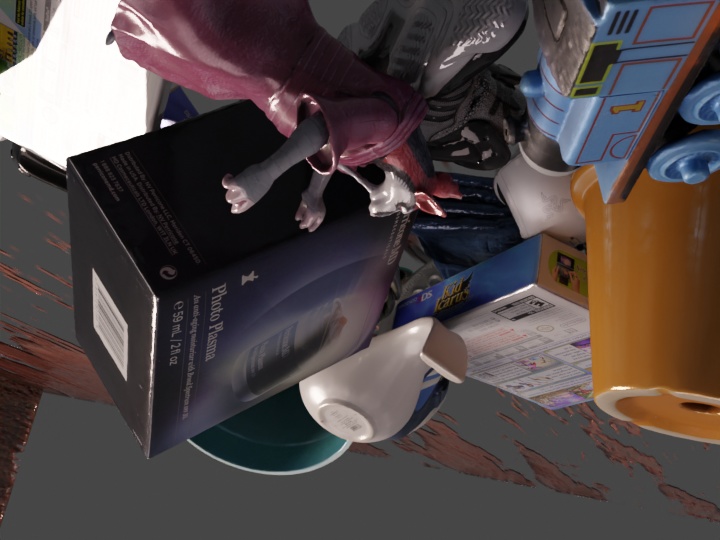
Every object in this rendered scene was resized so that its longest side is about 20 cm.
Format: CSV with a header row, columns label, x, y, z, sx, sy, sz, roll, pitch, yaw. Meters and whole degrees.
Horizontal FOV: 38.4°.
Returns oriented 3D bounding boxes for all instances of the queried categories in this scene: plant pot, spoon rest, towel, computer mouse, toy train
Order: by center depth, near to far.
label,x,y,z,sx,sy,sz,roll,pitch,yaw
toy train,0.131,-0.102,0.479,0.113,0.088,0.200,-6,159,-5
plant pot,0.218,0.003,0.629,0.198,0.185,0.200,13,164,4
computer mouse,0.156,-0.029,0.772,0.109,0.044,0.200,-26,148,18
spoon rest,0.021,0.088,0.833,0.099,0.061,0.200,37,143,-14
towel,0.108,-0.021,0.891,0.110,0.049,0.200,7,163,19
plant pot,-0.076,0.056,0.989,0.197,0.189,0.202,7,125,10

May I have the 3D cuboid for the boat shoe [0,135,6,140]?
label,x,y,z,sx,sy,sz,roll,pitch,yaw
boat shoe,-0.214,-0.149,0.717,0.199,0.069,0.056,-21,-172,45

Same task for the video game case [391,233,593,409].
label,x,y,z,sx,sy,sz,roll,pitch,yaw
video game case,0.150,0.050,0.829,0.180,0.046,0.200,24,154,-23

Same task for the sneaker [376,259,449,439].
label,x,y,z,sx,sy,sz,roll,pitch,yaw
sneaker,0.065,0.083,1.064,0.080,0.201,0.146,31,180,18

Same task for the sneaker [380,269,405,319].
label,x,y,z,sx,sy,sz,roll,pitch,yaw
sneaker,0.000,0.000,0.903,0.073,0.090,0.200,-17,-179,5

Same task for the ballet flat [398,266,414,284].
label,x,y,z,sx,sy,sz,roll,pitch,yaw
ballet flat,-0.020,0.038,1.150,0.199,0.076,0.068,-2,158,42

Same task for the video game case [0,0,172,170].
label,x,y,z,sx,sy,sz,roll,pitch,yaw
video game case,-0.202,-0.140,0.636,0.181,0.022,0.200,29,146,-4

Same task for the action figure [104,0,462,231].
label,x,y,z,sx,sy,sz,roll,pitch,yaw
action figure,-0.026,-0.099,0.520,0.199,0.150,0.134,32,-176,-6

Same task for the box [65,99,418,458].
label,x,y,z,sx,sy,sz,roll,pitch,yaw
box,-0.081,-0.003,0.702,0.124,0.197,0.201,52,150,23

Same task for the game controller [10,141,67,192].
label,x,y,z,sx,sy,sz,roll,pitch,yaw
game controller,-0.233,-0.086,0.998,0.199,0.043,0.104,25,146,-35

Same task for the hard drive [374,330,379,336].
label,x,y,z,sx,sy,sz,roll,pitch,yaw
hard drive,0.019,0.089,1.170,0.198,0.038,0.140,-17,177,-19

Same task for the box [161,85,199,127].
label,x,y,z,sx,sy,sz,roll,pitch,yaw
box,-0.153,-0.074,0.849,0.120,0.041,0.199,56,149,-12

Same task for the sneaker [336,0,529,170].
label,x,y,z,sx,sy,sz,roll,pitch,yaw
sneaker,0.060,-0.113,0.584,0.113,0.076,0.200,17,168,-23
